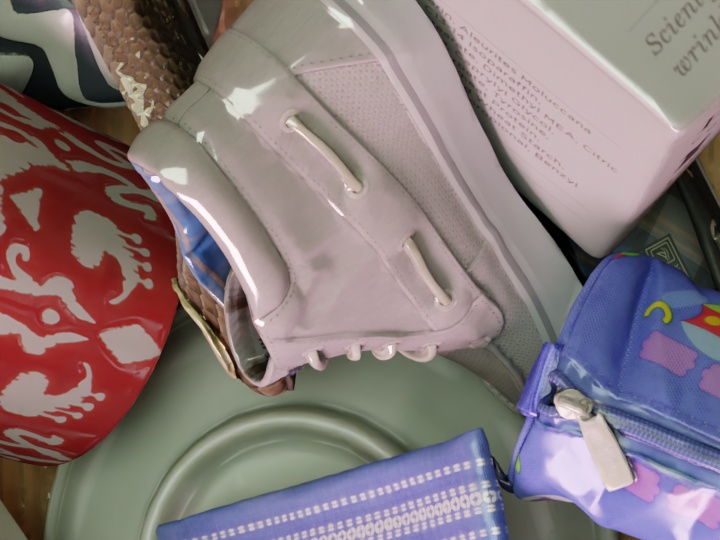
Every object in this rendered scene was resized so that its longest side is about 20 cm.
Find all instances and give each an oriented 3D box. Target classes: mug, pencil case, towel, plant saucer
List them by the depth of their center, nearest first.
[{"bbox_3d":[0.134,0.064,0.800,0.199,0.087,0.078,25,105,22],"label":"pencil case"},{"bbox_3d":[-0.002,0.159,0.839,0.144,0.024,0.201,-19,73,44],"label":"towel"},{"bbox_3d":[-0.168,-0.033,0.894,0.134,0.199,0.178,-51,37,24],"label":"mug"},{"bbox_3d":[-0.016,0.098,0.930,0.199,0.050,0.202,0,90,15],"label":"plant saucer"}]

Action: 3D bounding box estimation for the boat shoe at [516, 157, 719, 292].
[{"bbox_3d":[0.069,-0.034,0.899,0.070,0.066,0.201,-28,83,13],"label":"boat shoe"}]

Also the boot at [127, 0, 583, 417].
[{"bbox_3d":[0.000,0.000,0.841,0.096,0.200,0.073,-44,43,-12],"label":"boot"}]

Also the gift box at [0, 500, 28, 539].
[{"bbox_3d":[-0.171,0.172,0.880,0.187,0.200,0.185,-42,82,22],"label":"gift box"}]

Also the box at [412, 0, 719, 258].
[{"bbox_3d":[0.069,-0.150,0.829,0.200,0.131,0.199,42,77,7],"label":"box"}]

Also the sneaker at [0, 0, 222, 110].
[{"bbox_3d":[-0.151,-0.118,0.922,0.129,0.199,0.080,-21,41,41],"label":"sneaker"}]

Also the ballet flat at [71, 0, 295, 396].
[{"bbox_3d":[-0.065,-0.052,0.866,0.046,0.067,0.201,-20,105,-4],"label":"ballet flat"}]
